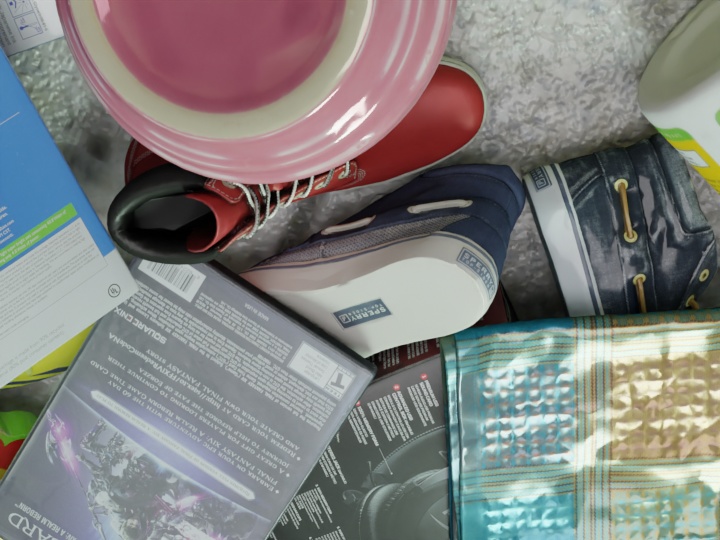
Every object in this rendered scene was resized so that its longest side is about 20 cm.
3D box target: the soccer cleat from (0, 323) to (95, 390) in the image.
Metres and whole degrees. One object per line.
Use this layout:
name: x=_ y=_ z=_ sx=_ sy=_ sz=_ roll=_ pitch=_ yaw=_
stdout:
soccer cleat: x=-0.232 y=0.053 z=0.914 sx=0.199 sy=0.084 sz=0.065 roll=-13 pitch=110 yaw=5

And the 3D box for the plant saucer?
plant saucer: x=-0.056 y=-0.137 z=0.739 sx=0.200 sy=0.051 sz=0.201 roll=4 pitch=103 yaw=18

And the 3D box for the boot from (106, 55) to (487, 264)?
boot: x=-0.028 y=-0.053 z=0.841 sx=0.199 sy=0.144 sz=0.073 roll=-13 pitch=111 yaw=3

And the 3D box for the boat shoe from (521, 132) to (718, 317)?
boat shoe: x=0.161 y=0.024 z=0.914 sx=0.091 sy=0.071 sz=0.201 roll=-18 pitch=112 yaw=4

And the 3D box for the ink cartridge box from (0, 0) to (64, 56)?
ink cartridge box: x=-0.127 y=-0.199 z=0.815 sx=0.199 sy=0.076 sz=0.137 roll=-18 pitch=112 yaw=9

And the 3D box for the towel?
towel: x=0.144 y=0.090 z=0.885 sx=0.199 sy=0.022 sz=0.147 roll=-4 pitch=114 yaw=2

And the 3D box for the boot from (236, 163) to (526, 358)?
boot: x=0.000 y=0.000 z=0.909 sx=0.199 sy=0.090 sz=0.073 roll=-11 pitch=124 yaw=34

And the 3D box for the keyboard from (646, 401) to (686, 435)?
keyboard: x=0.207 y=0.113 z=0.945 sx=0.127 sy=0.021 sz=0.201 roll=-13 pitch=118 yaw=-34

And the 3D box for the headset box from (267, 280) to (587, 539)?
headset box: x=0.037 y=0.107 z=0.945 sx=0.199 sy=0.077 sz=0.149 roll=-23 pitch=111 yaw=8

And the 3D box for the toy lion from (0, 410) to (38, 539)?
toy lion: x=-0.228 y=0.178 z=0.967 sx=0.192 sy=0.069 sz=0.200 roll=-41 pitch=126 yaw=0

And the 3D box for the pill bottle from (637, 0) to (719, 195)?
pill bottle: x=0.250 y=-0.057 z=0.860 sx=0.111 sy=0.111 sz=0.200 roll=-42 pitch=107 yaw=15

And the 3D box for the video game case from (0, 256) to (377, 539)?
video game case: x=-0.103 y=0.096 z=0.895 sx=0.143 sy=0.019 sz=0.200 roll=33 pitch=104 yaw=1

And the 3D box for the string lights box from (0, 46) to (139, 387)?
string lights box: x=-0.202 y=-0.048 z=0.781 sx=0.103 sy=0.059 sz=0.201 roll=-36 pitch=111 yaw=-24
